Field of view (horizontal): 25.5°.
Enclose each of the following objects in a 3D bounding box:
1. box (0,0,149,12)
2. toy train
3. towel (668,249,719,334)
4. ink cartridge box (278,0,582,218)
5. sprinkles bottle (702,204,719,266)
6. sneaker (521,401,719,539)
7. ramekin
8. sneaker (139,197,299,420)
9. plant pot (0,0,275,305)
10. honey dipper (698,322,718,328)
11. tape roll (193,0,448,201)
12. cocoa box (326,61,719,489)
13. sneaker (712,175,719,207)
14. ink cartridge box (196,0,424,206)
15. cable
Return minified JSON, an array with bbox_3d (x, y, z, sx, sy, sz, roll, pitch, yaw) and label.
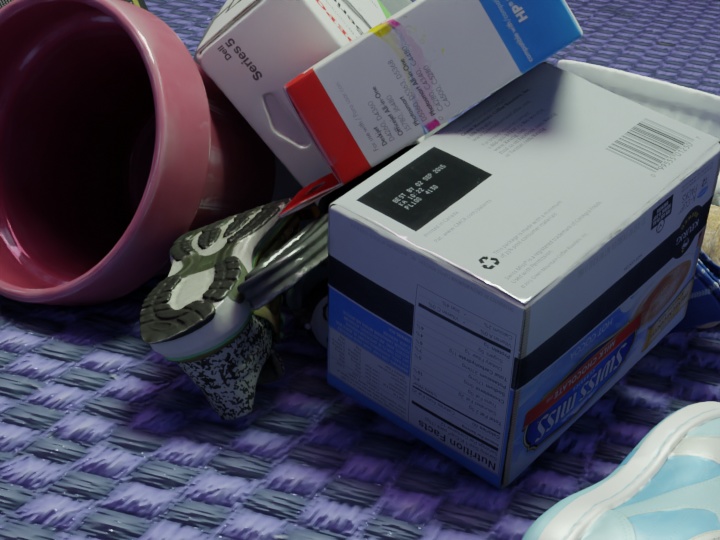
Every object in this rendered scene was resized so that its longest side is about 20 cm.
[{"bbox_3d":[-0.219,-0.147,1.146,0.049,0.201,0.161,21,54,43],"label":"box"},{"bbox_3d":[0.000,0.000,1.061,0.113,0.086,0.200,-10,23,-7],"label":"toy train"},{"bbox_3d":[0.158,-0.038,1.037,0.024,0.200,0.145,-43,2,-15],"label":"towel"},{"bbox_3d":[0.027,-0.114,0.932,0.199,0.068,0.116,-31,6,9],"label":"ink cartridge box"},{"bbox_3d":[0.209,-0.015,1.112,0.068,0.069,0.199,-4,6,-29],"label":"sprinkles bottle"},{"bbox_3d":[0.169,0.130,0.716,0.130,0.080,0.199,17,31,36],"label":"sneaker"},{"bbox_3d":[0.255,-0.111,1.385,0.198,0.099,0.200,15,7,-2],"label":"ramekin"},{"bbox_3d":[-0.073,0.024,0.951,0.076,0.089,0.200,-14,21,19],"label":"sneaker"},{"bbox_3d":[-0.157,-0.073,1.075,0.199,0.202,0.179,17,5,31],"label":"plant pot"},{"bbox_3d":[0.233,-0.004,1.218,0.038,0.038,0.200,4,16,-7],"label":"honey dipper"},{"bbox_3d":[-0.033,-0.135,1.245,0.198,0.203,0.066,2,7,-14],"label":"tape roll"},{"bbox_3d":[0.090,-0.003,0.897,0.133,0.132,0.200,28,45,29],"label":"cocoa box"},{"bbox_3d":[0.310,0.000,1.185,0.199,0.069,0.100,17,46,-46],"label":"sneaker"},{"bbox_3d":[-0.025,-0.144,1.101,0.146,0.084,0.200,49,17,-15],"label":"ink cartridge box"},{"bbox_3d":[-0.002,-0.021,0.923,0.097,0.051,0.200,-26,13,22],"label":"cable"}]
